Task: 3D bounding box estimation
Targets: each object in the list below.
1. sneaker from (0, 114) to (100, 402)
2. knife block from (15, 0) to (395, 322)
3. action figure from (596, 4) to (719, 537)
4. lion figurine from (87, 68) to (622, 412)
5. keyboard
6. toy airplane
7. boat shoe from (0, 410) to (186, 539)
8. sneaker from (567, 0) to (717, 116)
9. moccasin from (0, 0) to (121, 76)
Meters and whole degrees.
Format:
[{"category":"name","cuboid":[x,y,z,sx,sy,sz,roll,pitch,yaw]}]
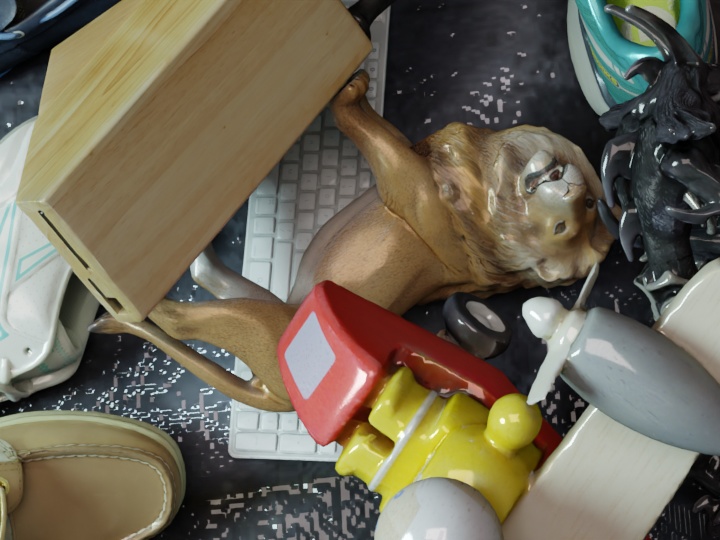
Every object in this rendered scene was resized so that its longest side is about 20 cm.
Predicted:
[{"category":"sneaker","cuboid":[-0.165,0.028,0.912,0.080,0.070,0.200,41,85,12]},{"category":"knife block","cuboid":[-0.041,-0.089,0.863,0.175,0.200,0.064,-32,116,16]},{"category":"action figure","cuboid":[0.146,-0.008,0.842,0.101,0.119,0.201,-12,99,-13]},{"category":"lion figurine","cuboid":[0.000,0.000,0.892,0.200,0.072,0.123,-40,96,2]},{"category":"keyboard","cuboid":[-0.021,-0.019,0.933,0.056,0.011,0.201,2,77,9]},{"category":"toy airplane","cuboid":[0.057,0.100,0.793,0.198,0.141,0.202,-4,92,29]},{"category":"boat shoe","cuboid":[-0.165,0.105,0.872,0.199,0.066,0.075,-10,107,-8]},{"category":"sneaker","cuboid":[0.109,-0.158,0.912,0.077,0.080,0.201,-16,74,4]},{"category":"moccasin","cuboid":[-0.157,-0.132,0.950,0.199,0.068,0.081,-26,74,1]}]
